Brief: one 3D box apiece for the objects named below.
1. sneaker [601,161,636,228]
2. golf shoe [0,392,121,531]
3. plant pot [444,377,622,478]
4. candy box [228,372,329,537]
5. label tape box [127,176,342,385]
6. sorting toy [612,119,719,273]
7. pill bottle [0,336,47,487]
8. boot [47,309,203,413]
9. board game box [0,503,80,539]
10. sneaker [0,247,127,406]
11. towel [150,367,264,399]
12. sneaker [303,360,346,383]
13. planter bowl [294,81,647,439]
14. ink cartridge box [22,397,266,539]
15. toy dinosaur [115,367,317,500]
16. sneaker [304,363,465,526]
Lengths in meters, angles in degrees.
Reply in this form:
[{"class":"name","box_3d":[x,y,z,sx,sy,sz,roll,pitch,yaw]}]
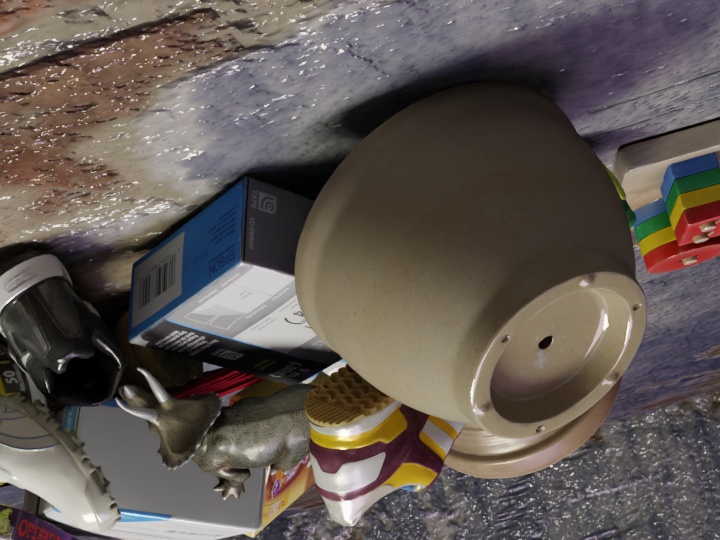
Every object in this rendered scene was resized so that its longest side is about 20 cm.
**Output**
[{"class":"sneaker","box_3d":[0.113,0.005,1.118,0.200,0.084,0.074,-44,-175,30]},{"class":"golf shoe","box_3d":[-0.246,0.115,1.024,0.097,0.200,0.078,-45,168,-20]},{"class":"plant pot","box_3d":[0.120,0.073,1.380,0.200,0.201,0.093,-19,136,17]},{"class":"candy box","box_3d":[-0.061,0.141,1.404,0.056,0.117,0.200,22,-158,19]},{"class":"label tape box","box_3d":[-0.031,0.020,1.042,0.200,0.063,0.144,17,148,-32]},{"class":"sorting toy","box_3d":[0.296,-0.061,1.203,0.199,0.070,0.199,-16,167,2]},{"class":"pill bottle","box_3d":[-0.329,0.107,1.097,0.200,0.112,0.111,-4,163,-42]},{"class":"boot","box_3d":[-0.233,0.086,1.227,0.199,0.066,0.175,-15,167,4]},{"class":"board game box","box_3d":[-0.268,0.209,1.223,0.120,0.032,0.200,5,159,19]},{"class":"sneaker","box_3d":[-0.193,0.059,1.049,0.066,0.091,0.200,-33,164,-10]},{"class":"towel","box_3d":[-0.177,0.108,1.361,0.144,0.023,0.200,-19,-176,-36]},{"class":"sneaker","box_3d":[-0.021,0.039,1.306,0.090,0.078,0.200,-39,164,14]},{"class":"planter bowl","box_3d":[0.081,0.011,0.912,0.200,0.135,0.201,-21,135,-22]},{"class":"ink cartridge box","box_3d":[-0.168,0.157,1.200,0.145,0.084,0.200,10,164,-19]},{"class":"toy dinosaur","box_3d":[-0.060,0.107,1.051,0.199,0.077,0.102,-3,166,-8]},{"class":"sneaker","box_3d":[0.038,0.093,1.047,0.075,0.090,0.200,16,-151,40]}]
